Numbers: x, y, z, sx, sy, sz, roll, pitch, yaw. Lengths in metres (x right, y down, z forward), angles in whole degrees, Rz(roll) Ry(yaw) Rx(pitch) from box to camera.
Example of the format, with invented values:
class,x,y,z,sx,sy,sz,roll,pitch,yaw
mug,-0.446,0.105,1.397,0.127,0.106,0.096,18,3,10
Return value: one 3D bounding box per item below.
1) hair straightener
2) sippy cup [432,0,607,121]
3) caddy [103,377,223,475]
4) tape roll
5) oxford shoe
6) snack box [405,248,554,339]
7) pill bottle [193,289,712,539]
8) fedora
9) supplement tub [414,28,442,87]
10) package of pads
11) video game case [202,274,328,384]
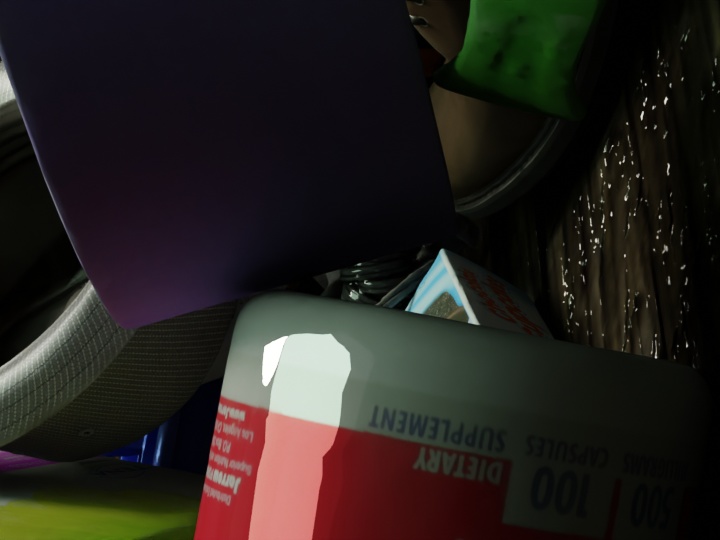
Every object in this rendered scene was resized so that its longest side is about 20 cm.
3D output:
class,x,y,z,sx,sy,sz,roll,pitch,yaw
hair straightener,0.000,0.000,0.853,0.077,0.041,0.200,-44,-3,9
sippy cup,0.056,-0.130,0.565,0.178,0.140,0.130,-40,-8,-8
caddy,-0.075,0.104,1.086,0.141,0.104,0.201,-136,57,-79
tape roll,-0.043,-0.093,0.607,0.200,0.085,0.201,-17,-90,-89
oxford shoe,0.037,-0.090,0.728,0.200,0.084,0.073,110,165,-50
snack box,-0.005,0.101,0.743,0.200,0.037,0.116,-60,15,11
pill bottle,0.009,0.111,0.586,0.112,0.112,0.201,-175,95,-80
fedora,-0.120,0.010,0.958,0.199,0.090,0.178,-20,48,30
supplement tub,-0.010,-0.129,0.959,0.107,0.106,0.201,-111,34,-72
package of pads,-0.105,0.110,0.909,0.200,0.154,0.069,-7,-77,-62
video game case,-0.072,-0.021,1.059,0.023,0.199,0.182,53,-155,-38
